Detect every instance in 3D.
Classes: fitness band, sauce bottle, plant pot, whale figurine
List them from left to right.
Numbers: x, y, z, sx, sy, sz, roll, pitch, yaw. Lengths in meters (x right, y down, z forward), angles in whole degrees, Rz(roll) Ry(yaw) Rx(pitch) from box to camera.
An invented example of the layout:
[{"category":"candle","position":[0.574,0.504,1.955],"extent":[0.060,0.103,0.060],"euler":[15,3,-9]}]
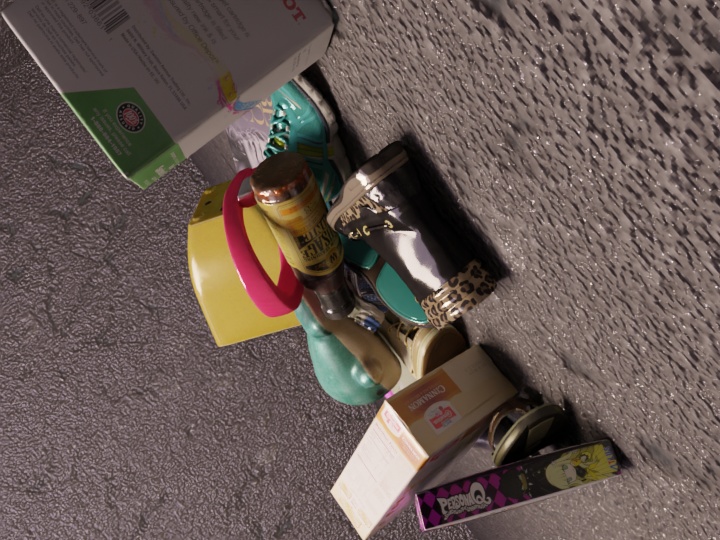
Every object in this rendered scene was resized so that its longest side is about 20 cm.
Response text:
[{"category":"plant pot","position":[-0.170,-0.036,1.072],"extent":[0.197,0.190,0.202],"euler":[-87,-23,-54]},{"category":"fitness band","position":[-0.101,-0.034,0.740],"extent":[0.201,0.037,0.146],"euler":[-87,-20,-65]},{"category":"sauce bottle","position":[-0.051,-0.029,0.714],"extent":[0.066,0.066,0.202],"euler":[42,164,45]},{"category":"whale figurine","position":[-0.031,0.102,0.870],"extent":[0.159,0.104,0.200],"euler":[49,-176,42]}]

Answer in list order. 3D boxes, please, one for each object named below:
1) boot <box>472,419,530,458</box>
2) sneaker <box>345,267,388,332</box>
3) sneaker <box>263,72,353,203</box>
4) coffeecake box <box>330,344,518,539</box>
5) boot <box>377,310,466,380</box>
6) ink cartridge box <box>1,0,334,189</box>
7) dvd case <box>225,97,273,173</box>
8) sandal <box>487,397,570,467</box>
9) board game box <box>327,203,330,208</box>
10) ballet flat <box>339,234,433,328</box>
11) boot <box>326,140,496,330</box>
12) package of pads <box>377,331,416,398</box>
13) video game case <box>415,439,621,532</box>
[{"category":"boot","position":[0.128,0.231,0.902],"extent":[0.200,0.131,0.070],"euler":[43,167,45]},{"category":"sneaker","position":[0.000,0.000,0.877],"extent":[0.077,0.086,0.200],"euler":[37,-172,-34]},{"category":"sneaker","position":[-0.064,-0.135,0.691],"extent":[0.078,0.079,0.201],"euler":[45,167,38]},{"category":"coffeecake box","position":[0.068,0.196,0.763],"extent":[0.073,0.152,0.202],"euler":[48,137,23]},{"category":"boot","position":[0.063,0.074,0.851],"extent":[0.155,0.072,0.201],"euler":[51,173,26]},{"category":"ink cartridge box","position":[-0.139,-0.184,0.525],"extent":[0.146,0.199,0.087],"euler":[52,174,-6]},{"category":"dvd case","position":[-0.125,-0.171,0.832],"extent":[0.199,0.016,0.152],"euler":[26,135,51]},{"category":"sandal","position":[0.161,0.167,0.704],"extent":[0.202,0.079,0.058],"euler":[79,165,-70]},{"category":"board game box","position":[-0.125,-0.171,0.953],"extent":[0.200,0.047,0.152],"euler":[48,169,28]},{"category":"ballet flat","position":[0.035,-0.002,0.756],"extent":[0.199,0.073,0.074],"euler":[38,164,36]},{"category":"boot","position":[0.043,-0.021,0.620],"extent":[0.152,0.073,0.200],"euler":[53,165,3]},{"category":"package of pads","position":[0.026,0.102,1.040],"extent":[0.202,0.068,0.155],"euler":[56,-174,-9]},{"category":"video game case","position":[0.142,0.218,0.665],"extent":[0.201,0.177,0.037],"euler":[80,175,-68]}]
